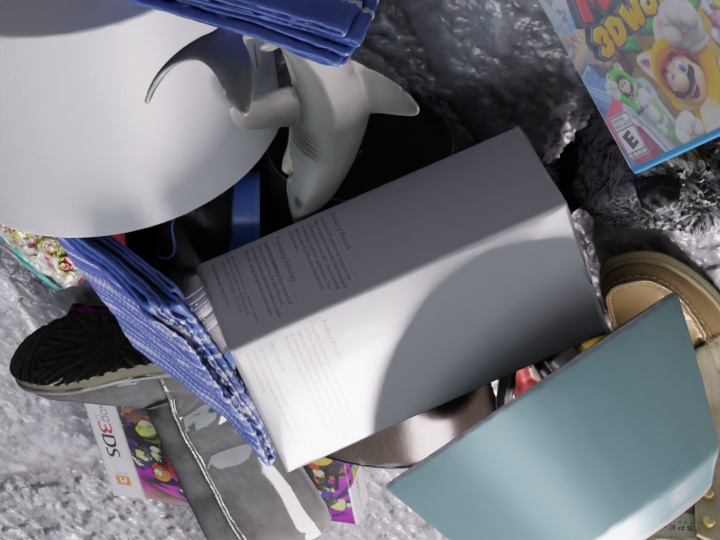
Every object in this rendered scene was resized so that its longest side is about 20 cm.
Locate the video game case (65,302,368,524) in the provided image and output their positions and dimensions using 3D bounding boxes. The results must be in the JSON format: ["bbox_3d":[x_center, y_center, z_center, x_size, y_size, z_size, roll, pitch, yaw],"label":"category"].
[{"bbox_3d":[-0.103,0.105,1.438,0.199,0.036,0.182,5,135,15],"label":"video game case"}]

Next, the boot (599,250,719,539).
[{"bbox_3d":[0.196,0.102,1.237,0.073,0.156,0.200,-9,130,28],"label":"boot"}]

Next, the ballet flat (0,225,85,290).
[{"bbox_3d":[-0.248,-0.065,1.312,0.200,0.076,0.064,37,104,-24],"label":"ballet flat"}]

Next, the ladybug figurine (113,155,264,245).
[{"bbox_3d":[-0.117,-0.063,1.248,0.135,0.072,0.200,21,137,-1],"label":"ladybug figurine"}]

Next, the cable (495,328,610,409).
[{"bbox_3d":[0.095,0.037,1.238,0.200,0.097,0.050,48,176,-41],"label":"cable"}]

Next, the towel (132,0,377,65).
[{"bbox_3d":[-0.046,-0.182,0.996,0.144,0.200,0.024,17,134,4],"label":"towel"}]

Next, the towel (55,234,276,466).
[{"bbox_3d":[-0.124,0.032,1.160,0.145,0.024,0.200,36,165,32],"label":"towel"}]

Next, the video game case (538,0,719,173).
[{"bbox_3d":[0.136,-0.157,1.005,0.200,0.018,0.143,61,150,-2],"label":"video game case"}]

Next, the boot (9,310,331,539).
[{"bbox_3d":[-0.131,0.118,1.396,0.181,0.073,0.200,-2,137,24],"label":"boot"}]

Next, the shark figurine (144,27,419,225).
[{"bbox_3d":[-0.017,-0.098,1.024,0.089,0.128,0.214,28,174,22],"label":"shark figurine"}]

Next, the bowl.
[{"bbox_3d":[0.124,0.109,1.131,0.201,0.201,0.105,-40,81,43],"label":"bowl"}]

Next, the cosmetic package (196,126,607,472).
[{"bbox_3d":[0.024,0.017,1.108,0.199,0.085,0.108,-23,130,-3],"label":"cosmetic package"}]

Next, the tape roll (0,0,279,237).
[{"bbox_3d":[-0.150,-0.135,1.093,0.202,0.203,0.139,7,135,13],"label":"tape roll"}]

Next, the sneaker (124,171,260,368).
[{"bbox_3d":[-0.106,0.001,1.207,0.078,0.070,0.200,4,145,-7],"label":"sneaker"}]

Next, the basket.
[{"bbox_3d":[0.000,0.000,1.229,0.180,0.136,0.201,19,134,23],"label":"basket"}]

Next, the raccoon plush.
[{"bbox_3d":[0.189,-0.054,1.164,0.134,0.097,0.200,22,170,-23],"label":"raccoon plush"}]
